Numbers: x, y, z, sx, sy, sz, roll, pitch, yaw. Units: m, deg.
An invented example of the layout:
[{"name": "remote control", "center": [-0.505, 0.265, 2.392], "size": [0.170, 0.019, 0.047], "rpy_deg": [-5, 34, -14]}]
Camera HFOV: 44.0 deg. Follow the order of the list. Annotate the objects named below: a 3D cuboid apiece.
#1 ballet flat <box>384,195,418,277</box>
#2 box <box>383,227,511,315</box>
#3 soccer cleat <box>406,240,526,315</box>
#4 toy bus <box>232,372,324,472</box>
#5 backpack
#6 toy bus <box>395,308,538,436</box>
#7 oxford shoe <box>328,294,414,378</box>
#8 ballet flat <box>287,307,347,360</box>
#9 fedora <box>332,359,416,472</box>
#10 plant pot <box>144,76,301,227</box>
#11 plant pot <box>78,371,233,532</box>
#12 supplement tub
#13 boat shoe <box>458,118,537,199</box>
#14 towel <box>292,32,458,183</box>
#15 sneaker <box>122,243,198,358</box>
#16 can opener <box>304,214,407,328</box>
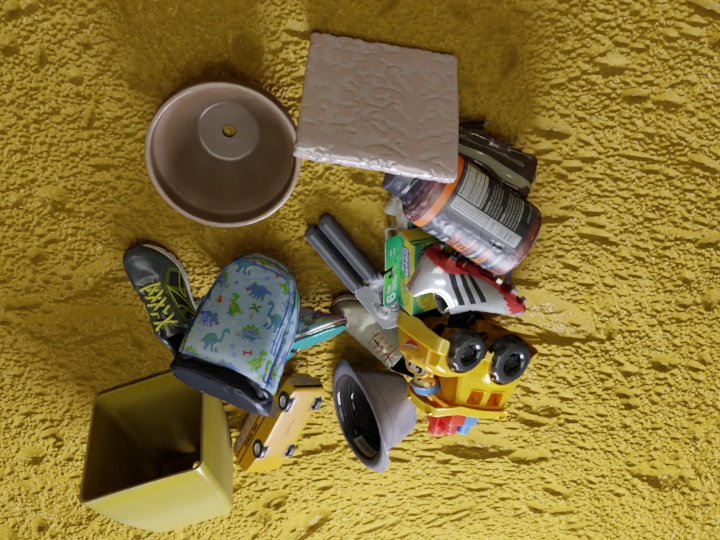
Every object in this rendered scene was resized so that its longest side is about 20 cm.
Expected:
[{"name": "ballet flat", "center": [0.062, -0.063, 1.257], "size": [0.071, 0.072, 0.201], "rpy_deg": [-2, 120, -1]}, {"name": "box", "center": [0.124, -0.013, 1.250], "size": [0.199, 0.048, 0.118], "rpy_deg": [-15, 125, -22]}, {"name": "soccer cleat", "center": [0.147, 0.029, 1.222], "size": [0.199, 0.069, 0.085], "rpy_deg": [25, 111, -37]}, {"name": "toy bus", "center": [-0.132, 0.238, 1.419], "size": [0.065, 0.078, 0.201], "rpy_deg": [4, 126, -37]}, {"name": "backpack", "center": [-0.162, 0.077, 1.261], "size": [0.162, 0.201, 0.154], "rpy_deg": [23, 154, 12]}, {"name": "toy bus", "center": [0.131, 0.157, 1.301], "size": [0.199, 0.136, 0.193], "rpy_deg": [12, 105, -35]}, {"name": "oxford shoe", "center": [0.040, 0.104, 1.350], "size": [0.199, 0.074, 0.071], "rpy_deg": [29, 118, -18]}, {"name": "ballet flat", "center": [-0.108, 0.099, 1.343], "size": [0.200, 0.071, 0.069], "rpy_deg": [-34, 157, 28]}, {"name": "fedora", "center": [0.029, 0.214, 1.378], "size": [0.090, 0.177, 0.200], "rpy_deg": [-19, 151, -21]}, {"name": "plant pot", "center": [-0.175, -0.166, 1.166], "size": [0.199, 0.093, 0.202], "rpy_deg": [0, 122, -1]}, {"name": "plant pot", "center": [-0.297, 0.297, 1.401], "size": [0.199, 0.201, 0.177], "rpy_deg": [-18, 133, 9]}, {"name": "supplement tub", "center": [0.128, -0.085, 1.153], "size": [0.199, 0.107, 0.107], "rpy_deg": [31, 116, -13]}, {"name": "boat shoe", "center": [0.146, -0.170, 1.199], "size": [0.202, 0.075, 0.075], "rpy_deg": [29, 78, -8]}, {"name": "towel", "center": [0.023, -0.202, 1.103], "size": [0.199, 0.192, 0.032], "rpy_deg": [8, 150, -7]}, {"name": "sneaker", "center": [-0.279, 0.050, 1.300], "size": [0.074, 0.085, 0.201], "rpy_deg": [-24, 120, 12]}, {"name": "can opener", "center": [0.000, 0.000, 1.305], "size": [0.053, 0.067, 0.200], "rpy_deg": [-36, 103, 19]}]
